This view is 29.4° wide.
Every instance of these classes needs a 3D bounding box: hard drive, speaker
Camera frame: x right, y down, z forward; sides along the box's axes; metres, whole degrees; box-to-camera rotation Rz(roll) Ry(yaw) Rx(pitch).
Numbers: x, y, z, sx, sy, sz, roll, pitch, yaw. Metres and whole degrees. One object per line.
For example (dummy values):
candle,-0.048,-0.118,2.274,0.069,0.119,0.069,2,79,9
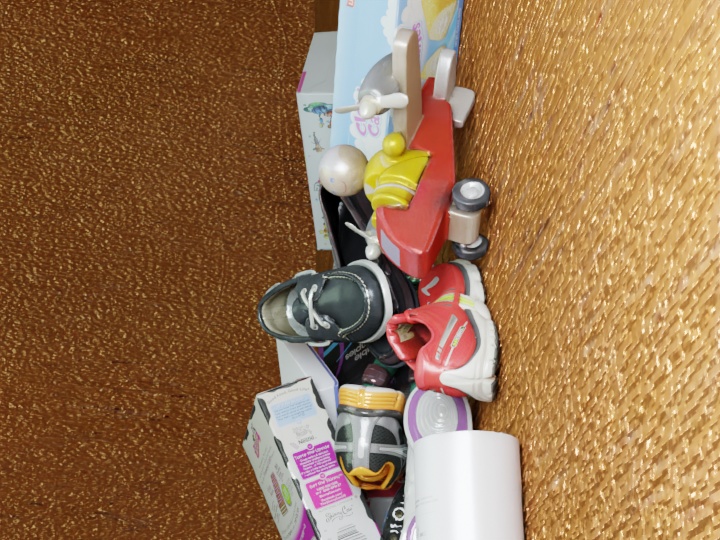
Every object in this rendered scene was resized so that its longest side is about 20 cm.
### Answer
hard drive,-0.047,0.173,1.410,0.132,0.025,0.201,-132,33,-56
speaker,0.079,0.217,0.973,0.081,0.081,0.201,104,166,-68

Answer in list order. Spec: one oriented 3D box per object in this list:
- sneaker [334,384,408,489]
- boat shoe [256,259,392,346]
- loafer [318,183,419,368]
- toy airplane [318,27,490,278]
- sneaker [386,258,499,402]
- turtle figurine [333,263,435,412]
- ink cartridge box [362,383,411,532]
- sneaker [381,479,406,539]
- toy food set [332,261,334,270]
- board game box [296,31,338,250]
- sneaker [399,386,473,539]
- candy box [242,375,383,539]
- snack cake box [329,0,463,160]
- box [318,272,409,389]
sneaker,0.013,0.162,1.232,0.200,0.078,0.078,59,-145,-66
boat shoe,-0.034,0.035,1.230,0.200,0.060,0.076,-24,76,64
loafer,0.000,0.000,1.272,0.072,0.063,0.201,-36,50,27
toy airplane,0.034,-0.099,1.171,0.199,0.140,0.201,-78,-15,-84
sneaker,0.062,0.043,1.150,0.200,0.084,0.077,-105,18,-69
turtle figurine,0.044,0.050,1.319,0.149,0.101,0.201,-15,55,42
ink cartridge box,0.032,0.219,1.453,0.200,0.082,0.147,-97,10,-52
sneaker,0.053,0.286,1.306,0.072,0.071,0.201,-47,-39,-87
toy food set,-0.009,0.063,1.675,0.200,0.048,0.199,106,164,-69
board game box,-0.021,-0.145,1.533,0.148,0.064,0.201,-78,-16,-53
sneaker,0.075,0.199,1.168,0.100,0.074,0.201,70,-158,-66
candy box,-0.043,0.220,1.305,0.201,0.061,0.137,64,159,20
snack cake box,0.035,-0.205,1.286,0.115,0.067,0.201,-35,-41,-45
box,0.015,0.056,1.469,0.143,0.036,0.200,-36,35,22
